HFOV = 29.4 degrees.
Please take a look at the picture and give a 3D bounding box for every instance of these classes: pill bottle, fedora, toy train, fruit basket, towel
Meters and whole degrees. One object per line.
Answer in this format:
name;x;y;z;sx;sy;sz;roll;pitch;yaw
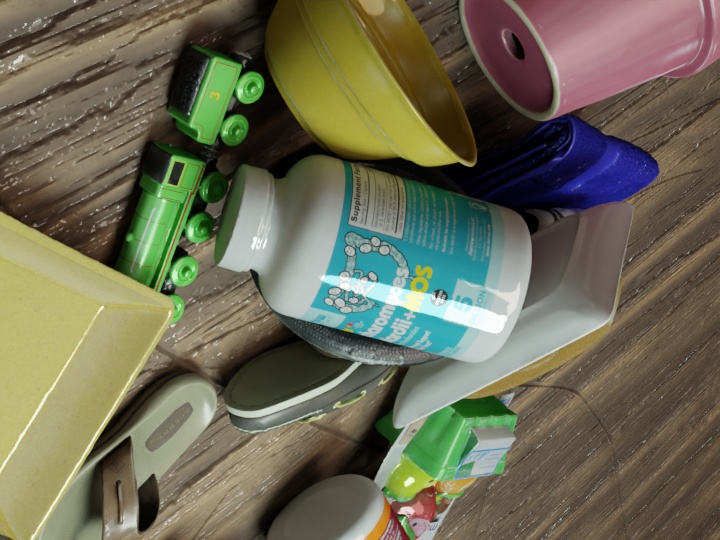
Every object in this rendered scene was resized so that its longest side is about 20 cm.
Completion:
pill bottle;0.006;-0.012;0.925;0.199;0.111;0.111;15;105;-14
fedora;0.000;0.000;1.038;0.200;0.201;0.092;-39;174;-32
toy train;-0.121;-0.054;0.913;0.056;0.042;0.201;11;104;-46
fruit basket;0.064;0.204;1.306;0.185;0.094;0.201;7;110;-56
towel;0.169;-0.075;1.215;0.200;0.147;0.050;9;62;-56
pill bottle;0.010;0.288;1.205;0.113;0.113;0.200;-42;115;-29

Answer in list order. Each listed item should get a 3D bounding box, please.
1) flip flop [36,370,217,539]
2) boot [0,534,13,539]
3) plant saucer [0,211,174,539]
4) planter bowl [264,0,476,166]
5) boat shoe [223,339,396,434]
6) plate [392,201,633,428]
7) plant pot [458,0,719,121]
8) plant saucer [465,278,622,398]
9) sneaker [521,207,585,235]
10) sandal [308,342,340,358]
flip flop;-0.166;0.158;0.983;0.200;0.057;0.081;-47;144;-23
boot;-0.249;0.239;0.886;0.181;0.072;0.201;-20;137;-46
plant saucer;-0.230;0.067;0.832;0.200;0.048;0.200;-58;147;-1
planter bowl;-0.007;-0.138;0.927;0.083;0.201;0.200;-29;151;16
boat shoe;-0.032;0.088;1.106;0.201;0.072;0.061;-29;131;-44
plate;0.117;0.025;1.081;0.032;0.199;0.200;52;29;-14
plant pot;0.185;-0.220;1.098;0.179;0.200;0.200;-34;140;-13
plant saucer;0.150;0.066;1.219;0.199;0.036;0.200;-23;162;-8
sneaker;0.128;0.005;1.241;0.087;0.076;0.200;7;139;-34
sandal;0.026;0.014;1.132;0.200;0.082;0.055;-43;162;-34
